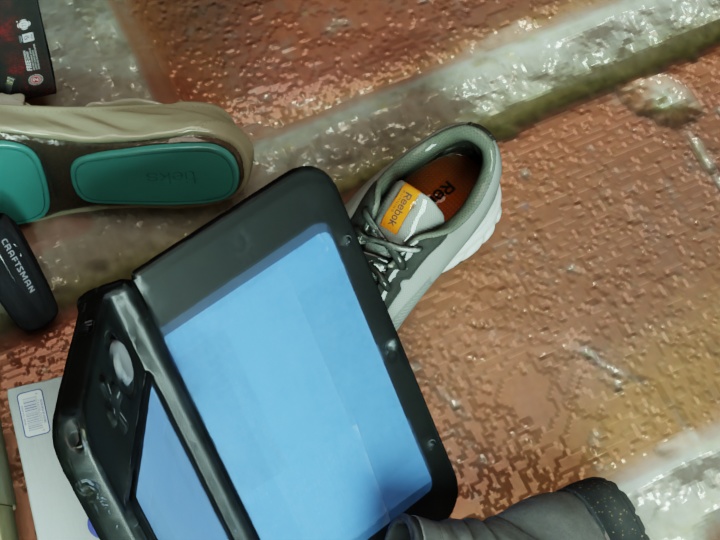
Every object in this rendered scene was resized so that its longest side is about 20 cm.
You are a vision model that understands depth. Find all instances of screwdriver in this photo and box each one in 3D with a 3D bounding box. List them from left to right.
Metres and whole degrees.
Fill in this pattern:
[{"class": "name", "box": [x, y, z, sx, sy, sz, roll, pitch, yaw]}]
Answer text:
[{"class": "screwdriver", "box": [-0.195, -0.058, 0.786, 0.029, 0.028, 0.200, -21, 113, -1]}]

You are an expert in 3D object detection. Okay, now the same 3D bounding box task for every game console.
[{"class": "game console", "box": [-0.032, 0.087, 0.698, 0.116, 0.200, 0.176, -20, 25, 7]}]

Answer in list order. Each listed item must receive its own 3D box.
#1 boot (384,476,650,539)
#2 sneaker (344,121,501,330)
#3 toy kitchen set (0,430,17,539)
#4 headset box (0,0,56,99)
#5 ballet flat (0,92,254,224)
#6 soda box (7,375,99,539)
[{"class": "boot", "box": [0.093, 0.190, 0.724, 0.131, 0.070, 0.200, -9, 54, -35]}, {"class": "sneaker", "box": [0.000, 0.000, 0.814, 0.074, 0.079, 0.200, 37, 70, 9]}, {"class": "toy kitchen set", "box": [-0.250, 0.070, 0.687, 0.163, 0.180, 0.201, -13, 81, -2]}, {"class": "headset box", "box": [-0.263, -0.143, 0.808, 0.199, 0.149, 0.077, -13, 51, -11]}, {"class": "ballet flat", "box": [-0.155, -0.061, 0.842, 0.199, 0.070, 0.070, -1, 67, -7]}, {"class": "soda box", "box": [-0.108, 0.147, 0.746, 0.063, 0.068, 0.201, -13, 69, -9]}]
